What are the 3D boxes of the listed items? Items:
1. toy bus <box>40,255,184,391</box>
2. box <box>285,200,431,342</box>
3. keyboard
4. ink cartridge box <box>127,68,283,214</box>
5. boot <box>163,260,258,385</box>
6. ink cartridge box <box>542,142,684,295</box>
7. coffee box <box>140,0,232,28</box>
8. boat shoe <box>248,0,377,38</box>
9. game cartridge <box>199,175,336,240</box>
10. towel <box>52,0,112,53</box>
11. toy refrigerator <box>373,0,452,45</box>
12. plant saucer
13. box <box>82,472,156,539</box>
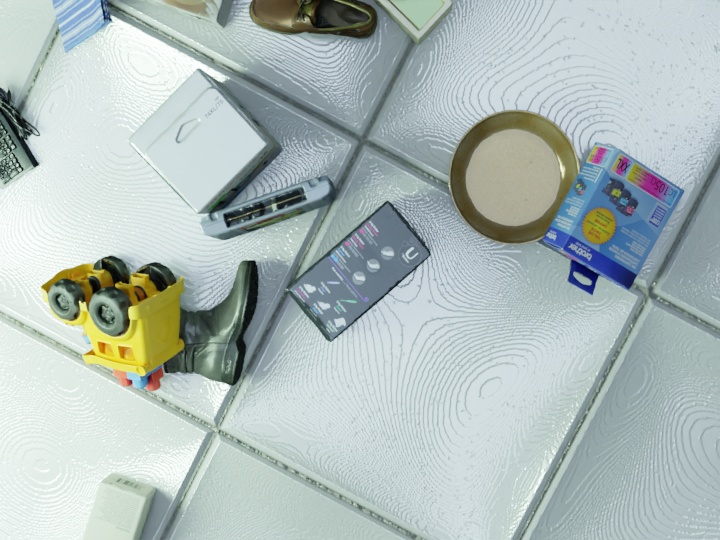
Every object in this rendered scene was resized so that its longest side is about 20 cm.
[{"bbox_3d":[-0.364,0.090,1.739,0.198,0.136,0.194,10,116,27],"label":"toy bus"},{"bbox_3d":[0.000,0.000,1.721,0.200,0.122,0.106,-41,90,4],"label":"box"},{"bbox_3d":[-0.571,-0.234,1.776,0.104,0.040,0.201,-32,92,4],"label":"keyboard"},{"bbox_3d":[-0.220,-0.182,1.683,0.147,0.200,0.146,-44,91,4],"label":"ink cartridge box"},{"bbox_3d":[-0.233,0.071,1.767,0.129,0.068,0.202,13,92,7],"label":"boot"},{"bbox_3d":[0.365,-0.066,1.709,0.135,0.076,0.201,27,95,-18],"label":"ink cartridge box"},{"bbox_3d":[-0.286,-0.451,1.731,0.198,0.080,0.116,19,94,1],"label":"coffee box"},{"bbox_3d":[-0.072,-0.390,1.731,0.197,0.068,0.073,4,95,3],"label":"boat shoe"},{"bbox_3d":[-0.133,-0.091,1.717,0.198,0.133,0.041,-19,92,3],"label":"game cartridge"},{"bbox_3d":[-0.435,-0.442,1.721,0.024,0.144,0.202,-16,91,-41],"label":"towel"},{"bbox_3d":[0.042,-0.437,1.723,0.076,0.070,0.200,-45,90,4],"label":"toy refrigerator"},{"bbox_3d":[0.231,-0.140,1.747,0.198,0.035,0.203,0,94,2],"label":"plant saucer"},{"bbox_3d":[-0.386,0.424,1.788,0.081,0.068,0.202,19,94,2],"label":"box"}]
